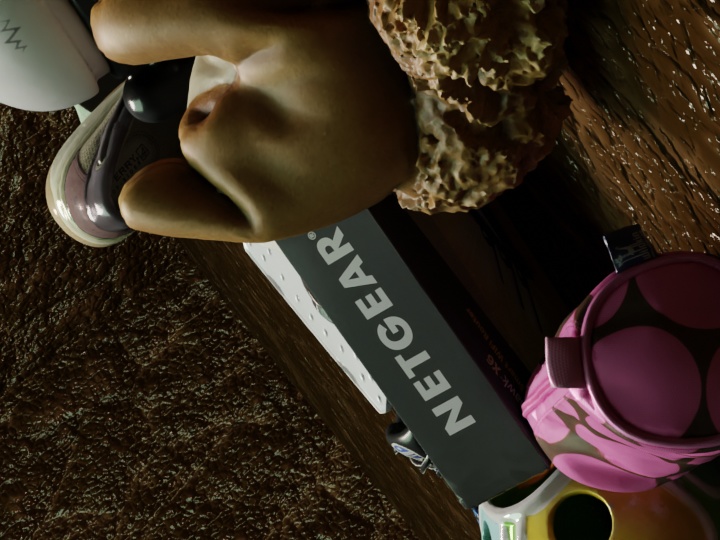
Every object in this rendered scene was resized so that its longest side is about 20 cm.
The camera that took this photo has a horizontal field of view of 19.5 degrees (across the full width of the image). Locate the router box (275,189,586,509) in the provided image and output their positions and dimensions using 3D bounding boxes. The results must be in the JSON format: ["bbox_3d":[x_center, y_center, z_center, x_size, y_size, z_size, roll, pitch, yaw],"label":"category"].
[{"bbox_3d":[0.034,-0.008,1.019,0.201,0.052,0.157,54,-153,-12],"label":"router box"}]

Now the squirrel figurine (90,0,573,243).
[{"bbox_3d":[-0.006,-0.117,0.809,0.199,0.142,0.188,10,123,21],"label":"squirrel figurine"}]

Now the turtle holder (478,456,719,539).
[{"bbox_3d":[0.123,0.146,1.021,0.132,0.141,0.186,45,-152,-16],"label":"turtle holder"}]

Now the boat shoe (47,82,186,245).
[{"bbox_3d":[-0.073,-0.095,1.015,0.072,0.200,0.065,46,161,-26],"label":"boat shoe"}]

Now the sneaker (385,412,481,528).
[{"bbox_3d":[0.060,0.108,1.253,0.079,0.089,0.201,-38,74,59],"label":"sneaker"}]

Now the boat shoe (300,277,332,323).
[{"bbox_3d":[0.000,0.000,1.096,0.200,0.065,0.072,33,-159,-38],"label":"boat shoe"}]

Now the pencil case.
[{"bbox_3d":[0.115,0.046,0.880,0.200,0.093,0.091,89,166,-77],"label":"pencil case"}]

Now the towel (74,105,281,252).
[{"bbox_3d":[-0.067,-0.050,1.186,0.199,0.024,0.153,17,154,17],"label":"towel"}]

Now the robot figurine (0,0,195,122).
[{"bbox_3d":[-0.110,-0.159,0.929,0.151,0.200,0.125,50,173,17],"label":"robot figurine"}]

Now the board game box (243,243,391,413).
[{"bbox_3d":[-0.022,-0.038,1.393,0.200,0.026,0.201,48,149,38],"label":"board game box"}]

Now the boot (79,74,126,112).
[{"bbox_3d":[-0.216,-0.175,1.091,0.199,0.064,0.187,29,163,27],"label":"boot"}]
